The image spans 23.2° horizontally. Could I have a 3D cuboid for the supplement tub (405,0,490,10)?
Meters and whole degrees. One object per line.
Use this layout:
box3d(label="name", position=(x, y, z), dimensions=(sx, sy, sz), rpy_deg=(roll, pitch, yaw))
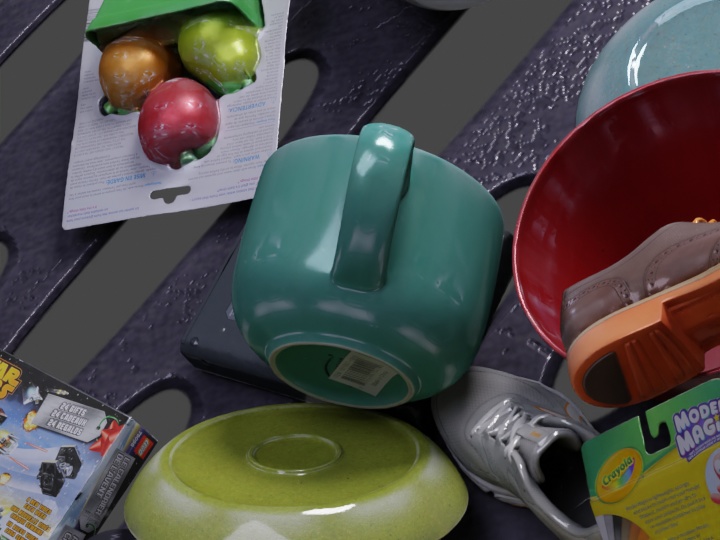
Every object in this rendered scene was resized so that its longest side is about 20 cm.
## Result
box3d(label="supplement tub", position=(0.045, -0.298, 1.261), dimensions=(0.144, 0.145, 0.201), rpy_deg=(-32, 48, 6))

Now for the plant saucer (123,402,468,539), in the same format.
box3d(label="plant saucer", position=(-0.037, 0.117, 1.004), dimensions=(0.198, 0.031, 0.200), rpy_deg=(-1, 17, 0))

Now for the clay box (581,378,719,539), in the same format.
box3d(label="clay box", position=(0.183, 0.159, 0.835), dimensions=(0.115, 0.047, 0.202), rpy_deg=(-33, 68, 48))

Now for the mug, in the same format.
box3d(label="mug", position=(-0.006, 0.003, 1.004), dimensions=(0.151, 0.185, 0.115), rpy_deg=(-3, 60, 32))

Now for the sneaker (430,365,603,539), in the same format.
box3d(label="sneaker", position=(0.103, 0.100, 0.979), dimensions=(0.076, 0.092, 0.200), rpy_deg=(-47, 47, -7))

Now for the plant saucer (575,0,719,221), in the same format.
box3d(label="plant saucer", position=(0.224, -0.123, 1.103), dimensions=(0.199, 0.039, 0.203), rpy_deg=(-15, 53, 20))

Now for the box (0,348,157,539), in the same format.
box3d(label="box", position=(-0.248, 0.131, 1.197), dimensions=(0.199, 0.040, 0.138), rpy_deg=(22, 72, 39))

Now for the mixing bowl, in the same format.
box3d(label="mixing bowl", position=(0.196, 0.000, 0.985), dimensions=(0.198, 0.109, 0.202), rpy_deg=(-16, 51, 21))

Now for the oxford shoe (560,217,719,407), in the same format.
box3d(label="oxford shoe", position=(0.188, -0.007, 0.877), dimensions=(0.199, 0.071, 0.073), rpy_deg=(-25, 44, 14))

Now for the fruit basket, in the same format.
box3d(label="fruit basket", position=(-0.132, -0.131, 1.302), dimensions=(0.184, 0.094, 0.202), rpy_deg=(-9, 70, 25))

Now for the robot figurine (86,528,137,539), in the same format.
box3d(label="robot figurine", position=(-0.100, 0.208, 0.996), dimensions=(0.198, 0.124, 0.152), rpy_deg=(-3, 93, 29))

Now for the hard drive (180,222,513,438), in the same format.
box3d(label="hard drive", position=(-0.009, 0.020, 1.141), dimensions=(0.199, 0.033, 0.140), rpy_deg=(13, 65, 36))
